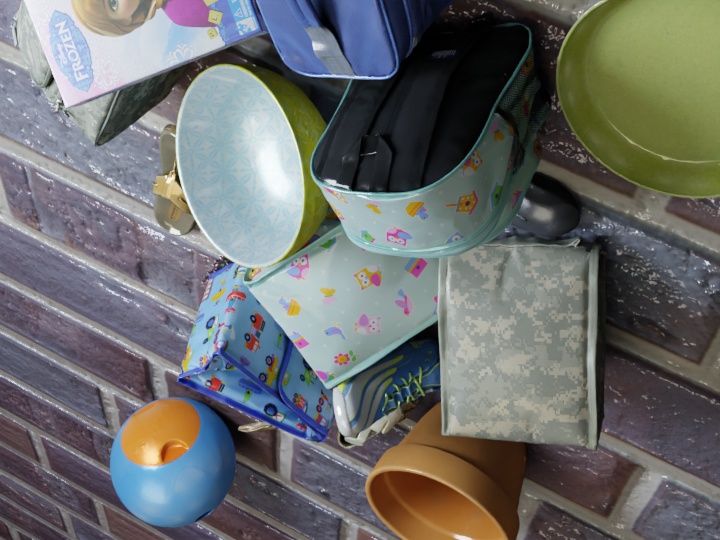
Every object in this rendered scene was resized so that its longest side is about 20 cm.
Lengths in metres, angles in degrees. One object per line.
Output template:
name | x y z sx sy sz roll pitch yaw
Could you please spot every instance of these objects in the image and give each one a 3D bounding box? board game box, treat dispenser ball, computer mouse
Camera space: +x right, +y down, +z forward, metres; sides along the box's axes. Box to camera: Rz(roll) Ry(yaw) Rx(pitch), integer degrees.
board game box | -0.202 -0.270 0.906 0.197 0.041 0.203 -18 100 13
treat dispenser ball | -0.297 0.304 1.657 0.198 0.202 0.203 22 143 17
computer mouse | 0.119 -0.075 1.019 0.197 0.034 0.059 18 143 24

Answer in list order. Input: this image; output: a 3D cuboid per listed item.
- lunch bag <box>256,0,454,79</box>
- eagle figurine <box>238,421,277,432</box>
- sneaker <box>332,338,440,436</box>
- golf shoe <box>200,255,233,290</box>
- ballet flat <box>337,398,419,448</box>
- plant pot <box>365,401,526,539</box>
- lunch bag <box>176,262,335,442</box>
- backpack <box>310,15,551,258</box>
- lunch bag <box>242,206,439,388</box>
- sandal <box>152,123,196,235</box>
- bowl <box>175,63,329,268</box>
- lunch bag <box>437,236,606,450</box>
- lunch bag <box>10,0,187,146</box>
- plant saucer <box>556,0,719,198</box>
lunch bag | -0.018 -0.258 0.831 0.134 0.133 0.202 6 136 34
eagle figurine | -0.100 0.119 1.362 0.151 0.149 0.203 -141 40 -69
sneaker | 0.041 0.121 1.194 0.103 0.200 0.077 -8 110 23
golf shoe | -0.123 0.009 1.282 0.092 0.073 0.199 47 143 -20
ballet flat | 0.020 0.193 1.377 0.067 0.076 0.200 37 145 -3
plant pot | 0.123 0.259 1.315 0.198 0.141 0.202 22 144 17
lunch bag | -0.092 0.097 1.205 0.199 0.152 0.094 34 137 -26
backpack | 0.059 -0.101 0.893 0.173 0.201 0.155 8 138 31
lunch bag | 0.000 0.000 1.126 0.198 0.123 0.171 -31 114 17
sandal | -0.223 -0.095 1.257 0.080 0.054 0.201 32 145 3
bowl | -0.087 -0.114 1.058 0.198 0.107 0.204 19 118 40
lunch bag | 0.163 0.062 1.047 0.161 0.118 0.204 2 105 18
lunch bag | -0.262 -0.249 1.046 0.168 0.139 0.200 48 145 -1
plant saucer | 0.254 -0.145 0.831 0.197 0.031 0.202 22 143 17
